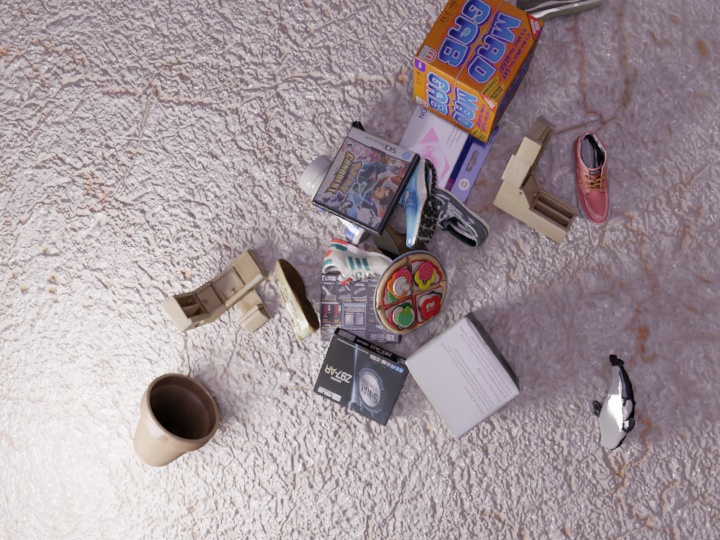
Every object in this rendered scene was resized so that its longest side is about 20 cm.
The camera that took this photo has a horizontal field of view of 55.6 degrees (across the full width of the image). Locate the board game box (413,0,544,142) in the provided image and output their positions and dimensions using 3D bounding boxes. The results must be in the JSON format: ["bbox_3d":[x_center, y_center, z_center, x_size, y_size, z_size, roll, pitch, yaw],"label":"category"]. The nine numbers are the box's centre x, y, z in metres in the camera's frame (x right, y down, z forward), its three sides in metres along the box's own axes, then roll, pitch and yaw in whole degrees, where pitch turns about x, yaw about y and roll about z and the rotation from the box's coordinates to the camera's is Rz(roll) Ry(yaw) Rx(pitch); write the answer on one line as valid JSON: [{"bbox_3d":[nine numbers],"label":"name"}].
[{"bbox_3d":[0.245,-0.442,1.464,0.197,0.200,0.203,31,82,10],"label":"board game box"}]

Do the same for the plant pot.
[{"bbox_3d":[-0.469,0.385,1.666,0.200,0.200,0.175,45,116,8],"label":"plant pot"}]

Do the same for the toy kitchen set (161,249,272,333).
[{"bbox_3d":[-0.317,0.081,1.621,0.198,0.180,0.165,-37,85,14],"label":"toy kitchen set"}]

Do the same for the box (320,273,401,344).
[{"bbox_3d":[0.002,0.089,1.620,0.194,0.050,0.163,0,91,12],"label":"box"}]

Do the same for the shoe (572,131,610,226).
[{"bbox_3d":[0.505,-0.199,1.487,0.069,0.091,0.207,-10,88,12],"label":"shoe"}]

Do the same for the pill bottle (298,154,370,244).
[{"bbox_3d":[-0.044,-0.168,1.594,0.199,0.114,0.114,42,98,9],"label":"pill bottle"}]

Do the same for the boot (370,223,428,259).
[{"bbox_3d":[0.090,-0.062,1.556,0.076,0.073,0.201,-52,121,-19],"label":"boot"}]

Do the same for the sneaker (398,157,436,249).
[{"bbox_3d":[0.120,-0.146,1.534,0.088,0.078,0.207,-3,77,33],"label":"sneaker"}]

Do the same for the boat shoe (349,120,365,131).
[{"bbox_3d":[0.035,-0.267,1.584,0.065,0.074,0.204,-26,71,20],"label":"boat shoe"}]

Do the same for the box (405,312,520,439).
[{"bbox_3d":[0.228,0.223,1.497,0.170,0.199,0.202,-38,82,10],"label":"box"}]

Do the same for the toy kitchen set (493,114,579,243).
[{"bbox_3d":[0.420,-0.217,1.475,0.178,0.202,0.164,31,54,11],"label":"toy kitchen set"}]

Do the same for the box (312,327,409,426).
[{"bbox_3d":[0.002,0.249,1.597,0.196,0.044,0.164,25,109,5],"label":"box"}]

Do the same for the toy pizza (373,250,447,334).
[{"bbox_3d":[0.119,0.055,1.541,0.195,0.032,0.206,-11,115,-25],"label":"toy pizza"}]

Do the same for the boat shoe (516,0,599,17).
[{"bbox_3d":[0.443,-0.596,1.506,0.196,0.072,0.062,-9,94,16],"label":"boat shoe"}]

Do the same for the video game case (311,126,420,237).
[{"bbox_3d":[0.012,-0.200,1.509,0.177,0.026,0.204,25,79,19],"label":"video game case"}]

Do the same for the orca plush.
[{"bbox_3d":[0.573,0.289,1.507,0.104,0.069,0.207,-12,82,56],"label":"orca plush"}]

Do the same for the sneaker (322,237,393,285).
[{"bbox_3d":[-0.001,0.000,1.570,0.195,0.071,0.095,21,74,23],"label":"sneaker"}]

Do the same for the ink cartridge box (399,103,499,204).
[{"bbox_3d":[0.194,-0.288,1.579,0.196,0.043,0.201,26,96,12],"label":"ink cartridge box"}]

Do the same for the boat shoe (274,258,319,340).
[{"bbox_3d":[-0.165,0.067,1.635,0.062,0.073,0.204,-36,66,25],"label":"boat shoe"}]

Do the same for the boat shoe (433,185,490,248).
[{"bbox_3d":[0.202,-0.123,1.555,0.198,0.073,0.062,35,52,7],"label":"boat shoe"}]
